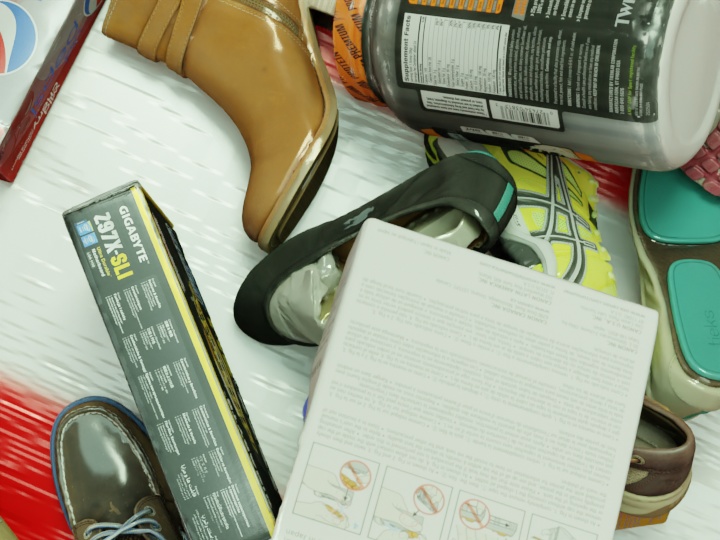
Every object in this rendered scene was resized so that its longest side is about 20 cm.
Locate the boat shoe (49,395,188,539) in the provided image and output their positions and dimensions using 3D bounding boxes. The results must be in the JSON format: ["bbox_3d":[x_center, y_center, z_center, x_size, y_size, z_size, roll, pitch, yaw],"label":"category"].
[{"bbox_3d":[-0.124,0.165,0.913,0.072,0.072,0.200,-25,85,-4],"label":"boat shoe"}]

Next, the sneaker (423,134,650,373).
[{"bbox_3d":[0.114,-0.021,0.920,0.076,0.075,0.200,-28,68,-8],"label":"sneaker"}]

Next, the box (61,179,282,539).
[{"bbox_3d":[-0.097,0.061,0.882,0.049,0.160,0.200,-22,84,-5],"label":"box"}]

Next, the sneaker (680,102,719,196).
[{"bbox_3d":[0.199,-0.120,0.937,0.200,0.075,0.081,48,123,11],"label":"sneaker"}]

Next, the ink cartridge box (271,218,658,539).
[{"bbox_3d":[0.049,0.087,0.787,0.162,0.057,0.200,18,67,-2],"label":"ink cartridge box"}]

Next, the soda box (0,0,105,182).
[{"bbox_3d":[-0.196,-0.157,0.948,0.063,0.070,0.200,26,83,1],"label":"soda box"}]

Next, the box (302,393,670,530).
[{"bbox_3d":[0.069,0.099,0.921,0.200,0.042,0.119,-8,58,0],"label":"box"}]

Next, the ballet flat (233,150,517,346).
[{"bbox_3d":[0.000,0.000,0.892,0.200,0.068,0.068,-34,118,28],"label":"ballet flat"}]

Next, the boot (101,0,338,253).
[{"bbox_3d":[-0.082,-0.121,0.944,0.155,0.077,0.200,17,84,1],"label":"boot"}]

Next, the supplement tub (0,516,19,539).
[{"bbox_3d":[-0.287,0.142,0.875,0.145,0.145,0.200,-39,86,-5],"label":"supplement tub"}]

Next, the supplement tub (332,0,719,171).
[{"bbox_3d":[0.093,-0.128,0.881,0.200,0.123,0.123,13,83,29],"label":"supplement tub"}]

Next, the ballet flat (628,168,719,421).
[{"bbox_3d":[0.188,0.001,0.937,0.069,0.070,0.200,6,54,-1],"label":"ballet flat"}]

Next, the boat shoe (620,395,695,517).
[{"bbox_3d":[0.092,0.065,0.876,0.200,0.072,0.072,28,63,18],"label":"boat shoe"}]
